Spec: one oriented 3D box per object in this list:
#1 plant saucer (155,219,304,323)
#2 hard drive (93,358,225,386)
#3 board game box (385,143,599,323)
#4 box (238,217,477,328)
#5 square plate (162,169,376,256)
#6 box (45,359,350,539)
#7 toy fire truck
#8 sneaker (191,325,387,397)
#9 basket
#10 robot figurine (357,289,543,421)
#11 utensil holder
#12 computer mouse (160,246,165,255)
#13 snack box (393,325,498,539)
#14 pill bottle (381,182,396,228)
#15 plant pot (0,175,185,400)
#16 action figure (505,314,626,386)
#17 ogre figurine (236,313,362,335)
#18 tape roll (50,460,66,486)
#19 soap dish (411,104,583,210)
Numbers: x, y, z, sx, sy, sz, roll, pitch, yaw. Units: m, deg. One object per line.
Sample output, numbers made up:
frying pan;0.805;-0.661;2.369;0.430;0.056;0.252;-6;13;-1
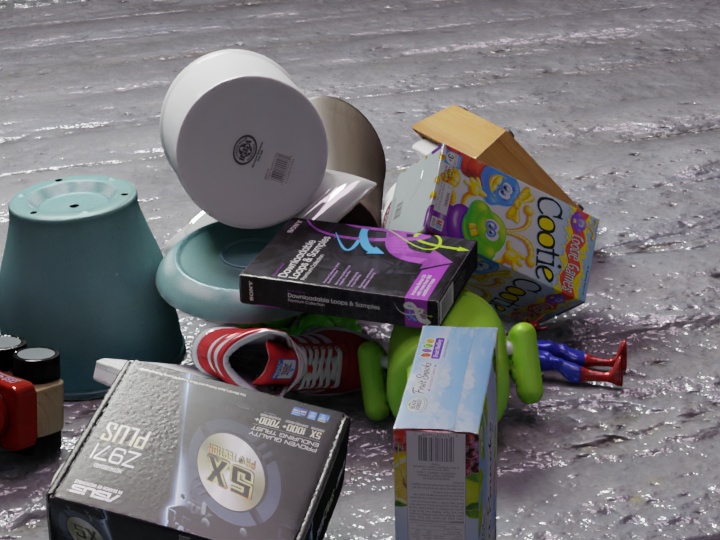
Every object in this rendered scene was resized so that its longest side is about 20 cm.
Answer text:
plant saucer;-0.112;-0.009;1.459;0.198;0.028;0.201;-1;29;1
hard drive;-0.143;0.122;1.347;0.199;0.026;0.131;14;3;43
board game box;0.137;-0.034;1.498;0.199;0.106;0.103;23;-26;-20
box;0.000;0.000;1.368;0.198;0.036;0.143;6;27;18
square plate;-0.111;-0.064;1.621;0.200;0.029;0.198;-42;36;-24
box;-0.125;0.174;1.132;0.199;0.087;0.164;14;40;9
toy fire truck;-0.397;0.142;1.318;0.175;0.130;0.199;14;19;36
sneaker;-0.055;0.090;1.366;0.198;0.072;0.112;3;1;-19
basket;-0.035;-0.095;1.761;0.135;0.181;0.200;-18;30;10
robot figurine;0.083;0.089;1.354;0.174;0.116;0.200;-9;22;7
utensil holder;-0.127;-0.142;1.515;0.169;0.171;0.200;-7;15;-8
computer mouse;-0.170;-0.015;1.728;0.109;0.044;0.199;24;29;39
snack box;0.067;0.167;1.066;0.067;0.201;0.169;1;22;10
pill bottle;0.087;-0.042;1.662;0.112;0.114;0.200;-7;24;-10
plant pot;-0.294;0.007;1.502;0.198;0.189;0.200;-3;23;1
action figure;0.170;0.083;1.451;0.198;0.052;0.066;1;27;16
ogre figurine;-0.053;0.042;1.509;0.119;0.099;0.199;1;11;37
tape roll;-0.170;0.193;1.245;0.201;0.037;0.203;-2;24;1
soap dish;0.168;-0.107;1.711;0.081;0.200;0.157;-49;32;-2
